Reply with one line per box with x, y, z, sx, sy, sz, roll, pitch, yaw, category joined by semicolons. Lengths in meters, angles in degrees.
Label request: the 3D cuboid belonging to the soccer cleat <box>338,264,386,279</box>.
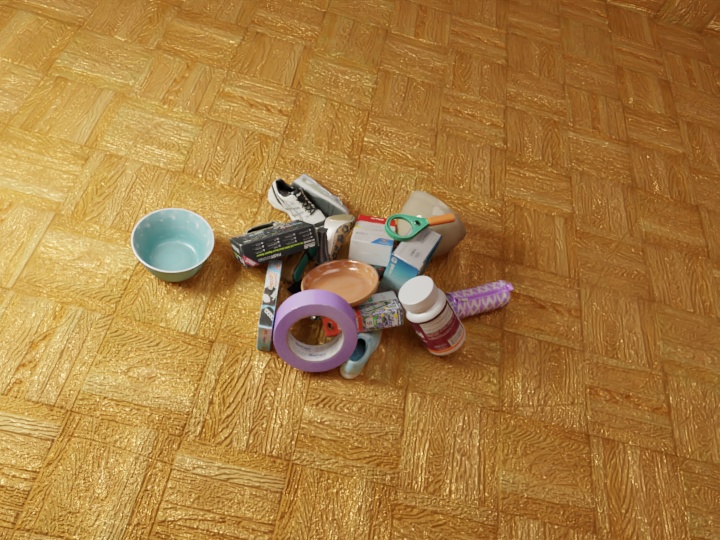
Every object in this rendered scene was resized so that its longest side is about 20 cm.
0.000;0.000;1.711;0.200;0.069;0.078;-24;62;-25;soccer cleat

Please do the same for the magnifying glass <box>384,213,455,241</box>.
0.157;-0.123;1.619;0.200;0.022;0.080;-11;59;-23;magnifying glass

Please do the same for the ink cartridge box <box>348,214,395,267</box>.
0.036;-0.088;1.742;0.116;0.067;0.200;9;26;2;ink cartridge box

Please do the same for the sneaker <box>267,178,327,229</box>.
-0.178;-0.189;1.779;0.200;0.088;0.076;30;52;4;sneaker

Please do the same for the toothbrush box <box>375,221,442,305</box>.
0.128;-0.010;1.669;0.085;0.200;0.146;32;53;8;toothbrush box

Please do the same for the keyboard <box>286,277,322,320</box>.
-0.114;0.078;1.600;0.200;0.021;0.127;23;44;38;keyboard

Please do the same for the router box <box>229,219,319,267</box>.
-0.224;-0.073;1.599;0.200;0.150;0.062;-17;106;-17;router box

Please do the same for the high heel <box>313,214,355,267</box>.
-0.071;-0.075;1.740;0.071;0.143;0.200;15;27;23;high heel

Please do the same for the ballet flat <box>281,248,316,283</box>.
-0.162;-0.049;1.702;0.063;0.069;0.200;14;48;22;ballet flat

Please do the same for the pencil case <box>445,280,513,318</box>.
0.324;0.080;1.733;0.200;0.086;0.084;-13;59;-24;pencil case

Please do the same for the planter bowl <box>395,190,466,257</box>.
0.184;-0.111;1.777;0.200;0.200;0.135;38;79;12;planter bowl

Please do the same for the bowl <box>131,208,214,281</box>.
-0.478;-0.050;1.586;0.200;0.105;0.201;8;54;-11;bowl

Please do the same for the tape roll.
-0.108;0.146;1.489;0.200;0.200;0.066;9;29;-9;tape roll

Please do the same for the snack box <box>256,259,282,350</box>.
-0.228;0.086;1.554;0.037;0.116;0.200;8;55;-7;snack box

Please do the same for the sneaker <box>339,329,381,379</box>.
0.012;0.180;1.577;0.074;0.082;0.200;24;53;0;sneaker

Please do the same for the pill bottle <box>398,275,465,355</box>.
0.182;0.115;1.586;0.114;0.200;0.114;-22;36;17;pill bottle

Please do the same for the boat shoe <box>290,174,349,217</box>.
-0.111;-0.216;1.827;0.202;0.074;0.065;32;58;16;boat shoe

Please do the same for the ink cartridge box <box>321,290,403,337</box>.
0.002;0.111;1.590;0.200;0.050;0.109;-9;24;-7;ink cartridge box

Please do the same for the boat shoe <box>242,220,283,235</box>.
-0.228;-0.097;1.712;0.200;0.068;0.075;-16;62;-25;boat shoe

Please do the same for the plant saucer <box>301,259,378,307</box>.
-0.052;0.040;1.593;0.200;0.038;0.200;-4;34;3;plant saucer
